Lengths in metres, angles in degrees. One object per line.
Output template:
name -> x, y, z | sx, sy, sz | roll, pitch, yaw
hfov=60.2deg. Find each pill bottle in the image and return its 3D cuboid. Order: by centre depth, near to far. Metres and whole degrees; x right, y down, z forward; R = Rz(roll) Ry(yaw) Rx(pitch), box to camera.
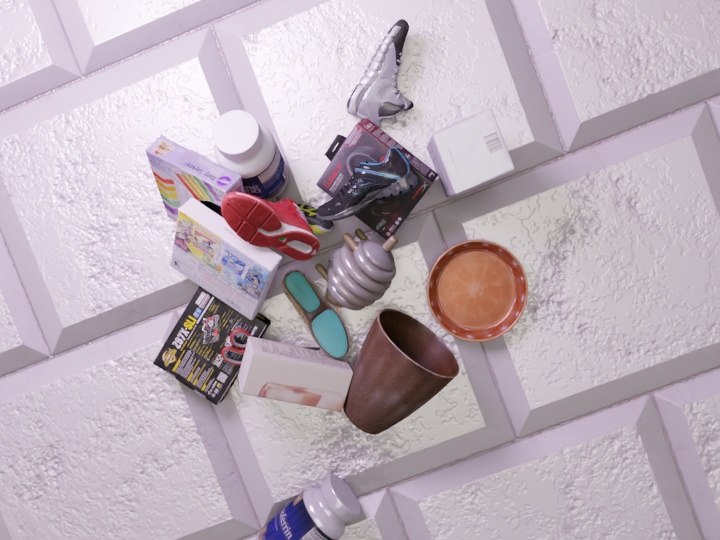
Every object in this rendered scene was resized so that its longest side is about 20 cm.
pill bottle -> -0.204, -0.208, 1.141 | 0.110, 0.200, 0.112 | -1, 76, 4
pill bottle -> -0.103, 0.510, 1.242 | 0.200, 0.116, 0.116 | -42, 91, 4

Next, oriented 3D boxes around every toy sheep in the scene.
toy sheep -> 0.000, 0.000, 1.191 | 0.138, 0.138, 0.200 | 43, 124, -1

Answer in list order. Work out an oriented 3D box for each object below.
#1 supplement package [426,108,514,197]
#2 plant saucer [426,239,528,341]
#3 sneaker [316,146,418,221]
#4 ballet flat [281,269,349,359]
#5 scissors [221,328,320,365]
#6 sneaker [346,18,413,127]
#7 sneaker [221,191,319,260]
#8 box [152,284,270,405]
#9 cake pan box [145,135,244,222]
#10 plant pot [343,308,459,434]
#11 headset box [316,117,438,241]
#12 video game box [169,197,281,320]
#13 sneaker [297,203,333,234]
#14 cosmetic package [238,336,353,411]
supplement package -> 0.193, -0.207, 1.131 | 0.109, 0.200, 0.115 | -22, 94, 5
plant saucer -> 0.230, 0.040, 1.232 | 0.198, 0.032, 0.202 | 0, 94, 2
sneaker -> 0.002, -0.152, 1.124 | 0.199, 0.073, 0.082 | -24, 99, 13
ballet flat -> -0.087, 0.085, 1.235 | 0.070, 0.065, 0.201 | -31, 92, -11
scissors -> -0.175, 0.166, 1.239 | 0.198, 0.014, 0.074 | 14, 98, -18
sneaker -> 0.066, -0.367, 1.196 | 0.115, 0.075, 0.201 | 31, 105, -4
sneaker -> -0.169, -0.097, 1.118 | 0.078, 0.116, 0.199 | -45, 127, 15
box -> -0.300, 0.146, 1.258 | 0.159, 0.049, 0.201 | 32, 95, 3
cake pan box -> -0.291, -0.133, 1.154 | 0.199, 0.185, 0.052 | 28, 60, 16
plant pot -> 0.057, 0.211, 1.195 | 0.186, 0.187, 0.201 | 35, 109, 0
headset box -> 0.023, -0.179, 1.183 | 0.200, 0.075, 0.149 | 39, 116, 0
video game box -> -0.258, -0.017, 1.163 | 0.199, 0.183, 0.047 | 34, 53, 1
sneaker -> -0.150, -0.090, 1.230 | 0.198, 0.075, 0.077 | 8, 110, 8
cosmetic package -> -0.127, 0.200, 1.198 | 0.198, 0.103, 0.088 | 15, 98, -16
